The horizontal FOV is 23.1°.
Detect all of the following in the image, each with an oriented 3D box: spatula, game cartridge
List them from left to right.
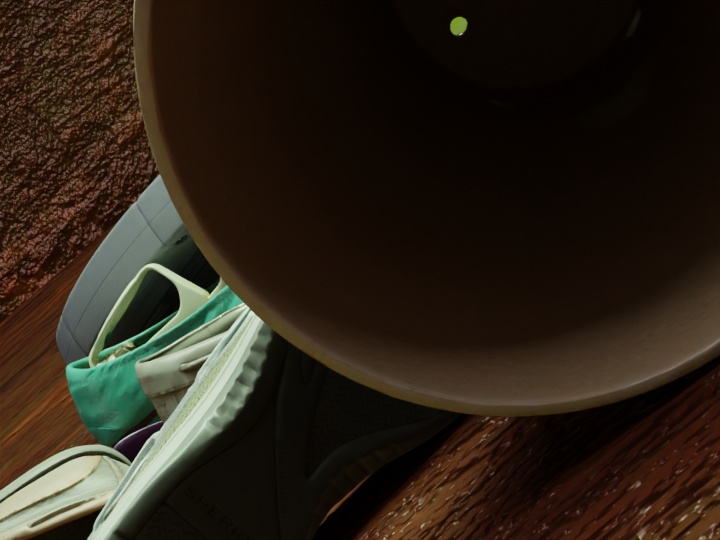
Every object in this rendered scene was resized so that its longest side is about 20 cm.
[{"bbox_3d":[-0.119,0.098,0.849,0.056,0.021,0.200,-21,-5,-29],"label":"spatula"},{"bbox_3d":[-0.102,-0.011,1.036,0.133,0.041,0.200,-29,-15,-45],"label":"game cartridge"}]

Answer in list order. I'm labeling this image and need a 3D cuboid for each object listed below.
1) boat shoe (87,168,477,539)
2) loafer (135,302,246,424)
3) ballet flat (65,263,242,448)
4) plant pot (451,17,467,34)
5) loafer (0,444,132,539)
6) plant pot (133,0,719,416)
[{"bbox_3d":[-0.023,0.047,0.573,0.202,0.074,0.065,-52,17,-19],"label":"boat shoe"},{"bbox_3d":[0.000,0.000,0.689,0.200,0.070,0.070,-41,9,-2],"label":"loafer"},{"bbox_3d":[-0.081,0.014,0.946,0.200,0.071,0.067,-40,9,6],"label":"ballet flat"},{"bbox_3d":[0.046,-0.162,0.808,0.199,0.183,0.199,-32,1,-38],"label":"plant pot"},{"bbox_3d":[-0.165,0.145,0.709,0.200,0.072,0.063,-40,16,-14],"label":"loafer"},{"bbox_3d":[0.044,-0.080,0.521,0.187,0.188,0.200,-38,9,14],"label":"plant pot"}]
